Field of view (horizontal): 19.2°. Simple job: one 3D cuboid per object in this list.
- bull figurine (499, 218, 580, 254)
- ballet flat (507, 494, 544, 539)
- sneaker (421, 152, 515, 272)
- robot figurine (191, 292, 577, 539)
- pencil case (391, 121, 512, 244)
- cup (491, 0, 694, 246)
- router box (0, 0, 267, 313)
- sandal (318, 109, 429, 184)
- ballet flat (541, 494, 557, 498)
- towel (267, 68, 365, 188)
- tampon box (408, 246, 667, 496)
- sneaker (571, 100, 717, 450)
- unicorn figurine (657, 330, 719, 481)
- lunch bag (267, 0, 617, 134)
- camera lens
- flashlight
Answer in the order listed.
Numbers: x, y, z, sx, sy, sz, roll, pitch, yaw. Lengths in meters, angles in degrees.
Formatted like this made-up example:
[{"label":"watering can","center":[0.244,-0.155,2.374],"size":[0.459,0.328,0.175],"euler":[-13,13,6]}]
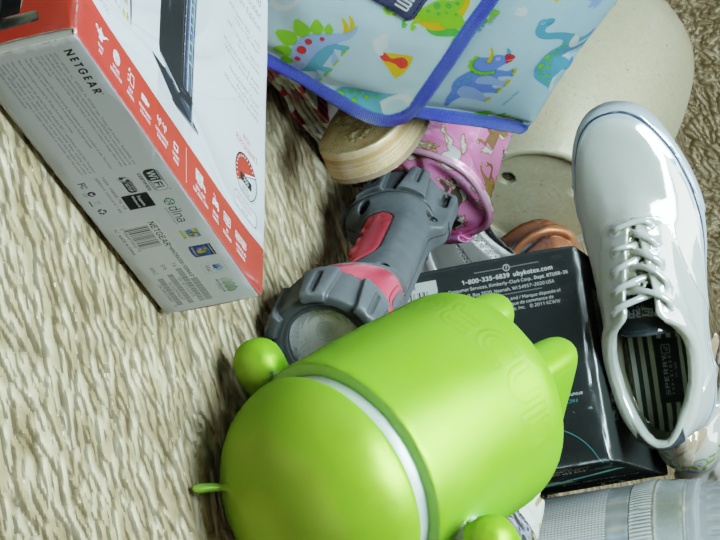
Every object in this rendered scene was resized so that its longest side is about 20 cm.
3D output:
[{"label":"bull figurine","center":[0.128,0.042,1.489],"size":[0.065,0.121,0.200],"euler":[-103,169,-48]},{"label":"ballet flat","center":[0.065,0.139,1.166],"size":[0.200,0.072,0.072],"euler":[122,-39,-74]},{"label":"sneaker","center":[0.057,-0.083,1.412],"size":[0.075,0.082,0.201],"euler":[-29,107,-74]},{"label":"robot figurine","center":[0.017,0.084,1.010],"size":[0.200,0.175,0.116],"euler":[-29,144,-41]},{"label":"pencil case","center":[0.069,-0.109,1.331],"size":[0.200,0.086,0.083],"euler":[-65,-176,-38]},{"label":"cup","center":[0.130,-0.098,1.492],"size":[0.144,0.200,0.201],"euler":[-78,153,-42]},{"label":"router box","center":[-0.100,-0.109,0.934],"size":[0.200,0.049,0.180],"euler":[57,26,-53]},{"label":"sandal","center":[0.014,-0.135,1.233],"size":[0.212,0.077,0.070],"euler":[-70,142,-54]},{"label":"ballet flat","center":[0.105,0.148,1.453],"size":[0.065,0.070,0.201],"euler":[44,50,-79]},{"label":"towel","center":[-0.034,-0.147,1.251],"size":[0.200,0.023,0.144],"euler":[48,33,-63]},{"label":"tampon box","center":[0.093,0.072,1.306],"size":[0.200,0.149,0.127],"euler":[26,55,-71]},{"label":"sneaker","center":[0.163,0.005,1.193],"size":[0.071,0.073,0.201],"euler":[-48,124,-71]},{"label":"unicorn figurine","center":[0.224,0.103,1.368],"size":[0.200,0.074,0.138],"euler":[20,70,-58]},{"label":"lunch bag","center":[0.042,-0.170,1.113],"size":[0.200,0.170,0.128],"euler":[7,42,-38]},{"label":"camera lens","center":[0.146,0.215,1.296],"size":[0.160,0.199,0.161],"euler":[-11,90,-74]},{"label":"flashlight","center":[0.000,0.000,1.176],"size":[0.068,0.068,0.200],"euler":[44,24,-10]}]
